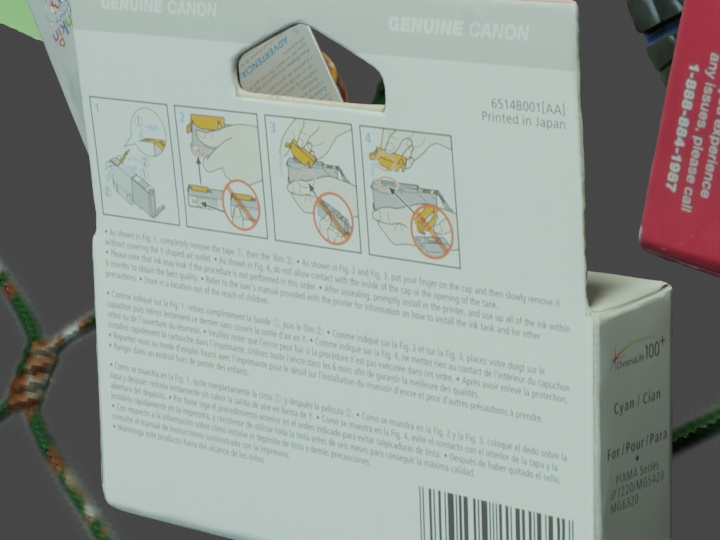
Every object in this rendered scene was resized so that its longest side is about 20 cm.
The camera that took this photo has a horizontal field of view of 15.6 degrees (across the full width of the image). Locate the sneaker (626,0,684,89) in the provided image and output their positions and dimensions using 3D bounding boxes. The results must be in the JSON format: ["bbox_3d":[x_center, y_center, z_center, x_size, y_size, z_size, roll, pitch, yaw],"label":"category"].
[{"bbox_3d":[0.107,-0.105,0.769,0.075,0.078,0.200,-48,66,29],"label":"sneaker"}]

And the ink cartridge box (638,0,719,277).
[{"bbox_3d":[0.180,-0.050,0.629,0.199,0.085,0.148,20,107,30],"label":"ink cartridge box"}]

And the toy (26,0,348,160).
[{"bbox_3d":[-0.038,-0.050,0.870,0.115,0.047,0.201,-38,74,42],"label":"toy"}]

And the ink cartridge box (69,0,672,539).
[{"bbox_3d":[0.000,0.000,0.781,0.199,0.045,0.177,9,107,40],"label":"ink cartridge box"}]

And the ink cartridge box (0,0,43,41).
[{"bbox_3d":[-0.130,-0.203,1.022,0.145,0.048,0.201,25,87,42],"label":"ink cartridge box"}]
